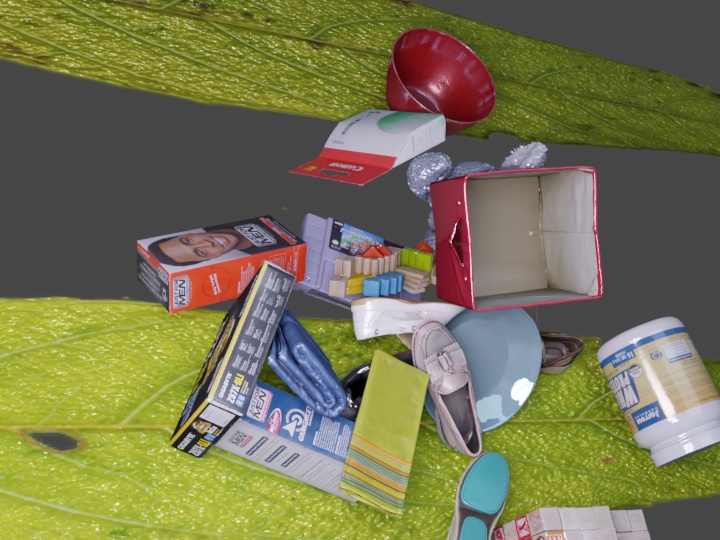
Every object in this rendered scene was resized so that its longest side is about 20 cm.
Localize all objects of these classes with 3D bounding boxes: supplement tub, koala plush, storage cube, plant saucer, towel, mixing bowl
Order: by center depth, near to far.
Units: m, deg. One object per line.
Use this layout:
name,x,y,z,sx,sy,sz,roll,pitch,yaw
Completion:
towel,0.033,0.194,1.060,0.086,0.018,0.201,30,50,-16
towel,-0.072,0.112,1.076,0.048,0.200,0.112,-39,104,-2
storage cube,0.199,-0.046,1.161,0.199,0.180,0.172,-5,94,-9
plant saucer,0.165,0.133,1.234,0.200,0.039,0.202,-7,107,-23
koala plush,0.204,-0.110,1.329,0.184,0.199,0.178,-17,96,-58
supplement tub,0.473,0.189,1.351,0.144,0.145,0.201,-7,65,-32
mixing bowl,0.119,-0.301,1.480,0.199,0.108,0.201,14,57,-22

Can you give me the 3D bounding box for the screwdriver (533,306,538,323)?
screwdriver,0.283,0.034,1.399,0.028,0.029,0.200,63,33,-30

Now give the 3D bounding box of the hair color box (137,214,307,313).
hair color box,-0.180,-0.012,1.142,0.199,0.062,0.101,-15,35,-35

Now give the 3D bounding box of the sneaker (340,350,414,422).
sneaker,0.030,0.154,1.160,0.200,0.098,0.071,-25,73,-38

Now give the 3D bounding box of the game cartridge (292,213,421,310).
game cartridge,0.000,0.000,1.280,0.199,0.038,0.130,20,58,-17

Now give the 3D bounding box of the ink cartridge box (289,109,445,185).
ink cartridge box,0.009,-0.195,1.331,0.200,0.160,0.050,-29,121,-39

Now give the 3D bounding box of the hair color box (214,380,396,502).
hair color box,-0.067,0.212,1.068,0.199,0.100,0.061,25,52,-14

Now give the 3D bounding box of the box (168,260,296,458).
box,-0.154,0.108,1.045,0.049,0.160,0.201,27,53,-11

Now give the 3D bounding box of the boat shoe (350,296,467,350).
boat shoe,0.076,0.078,1.223,0.199,0.071,0.070,4,81,-26

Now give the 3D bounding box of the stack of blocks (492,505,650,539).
stack of blocks,0.294,0.360,1.168,0.199,0.115,0.059,6,59,-26

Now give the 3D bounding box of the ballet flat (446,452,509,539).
ballet flat,0.145,0.329,1.139,0.069,0.070,0.200,35,45,-5

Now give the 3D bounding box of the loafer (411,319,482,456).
loafer,0.125,0.160,1.164,0.072,0.063,0.201,-25,114,-17

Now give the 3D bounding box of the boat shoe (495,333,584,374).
boat shoe,0.254,0.121,1.318,0.199,0.072,0.072,4,60,-27

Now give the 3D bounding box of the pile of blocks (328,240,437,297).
pile of blocks,0.046,-0.007,1.225,0.199,0.062,0.082,-12,25,-33
